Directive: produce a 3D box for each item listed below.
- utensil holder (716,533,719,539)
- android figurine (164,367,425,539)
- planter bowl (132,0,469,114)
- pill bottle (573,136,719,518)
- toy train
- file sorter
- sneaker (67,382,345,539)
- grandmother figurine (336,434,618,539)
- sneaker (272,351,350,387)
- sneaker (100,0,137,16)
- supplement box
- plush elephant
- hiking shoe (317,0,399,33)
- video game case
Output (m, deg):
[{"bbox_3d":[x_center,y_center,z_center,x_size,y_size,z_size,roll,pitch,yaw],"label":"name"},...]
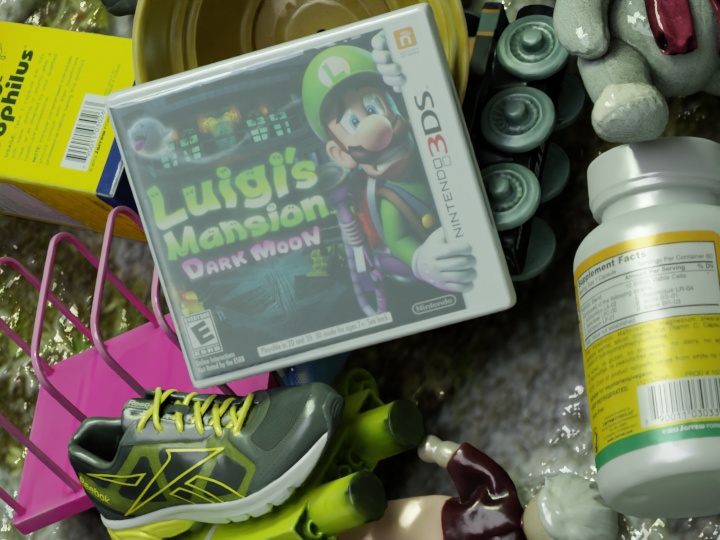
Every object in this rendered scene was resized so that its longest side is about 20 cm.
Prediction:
[{"bbox_3d":[0.178,0.253,1.511,0.200,0.170,0.170,-38,58,22],"label":"utensil holder"},{"bbox_3d":[-0.051,0.136,1.724,0.200,0.041,0.182,-20,30,44],"label":"android figurine"},{"bbox_3d":[-0.029,-0.133,1.675,0.200,0.083,0.201,2,102,10],"label":"planter bowl"},{"bbox_3d":[0.180,0.031,1.609,0.113,0.113,0.201,-16,67,29],"label":"pill bottle"},{"bbox_3d":[0.067,-0.076,1.707,0.114,0.085,0.201,5,61,17],"label":"toy train"},{"bbox_3d":[-0.164,0.049,1.795,0.200,0.125,0.139,-23,38,26],"label":"file sorter"},{"bbox_3d":[-0.098,0.105,1.687,0.200,0.085,0.075,-26,26,33],"label":"sneaker"},{"bbox_3d":[0.059,0.157,1.688,0.199,0.061,0.122,-11,97,27],"label":"grandmother figurine"},{"bbox_3d":[0.000,0.000,1.741,0.089,0.079,0.200,10,62,20],"label":"sneaker"},{"bbox_3d":[-0.142,-0.269,1.936,0.111,0.077,0.201,-3,80,23],"label":"sneaker"},{"bbox_3d":[-0.189,-0.093,1.889,0.200,0.109,0.110,11,77,37],"label":"supplement box"},{"bbox_3d":[0.189,-0.181,1.636,0.200,0.164,0.155,-123,38,-54],"label":"plush elephant"},{"bbox_3d":[-0.033,-0.149,1.764,0.200,0.074,0.087,-44,72,14],"label":"hiking shoe"},{"bbox_3d":[-0.029,-0.041,1.639,0.199,0.023,0.182,-15,98,13],"label":"video game case"}]
